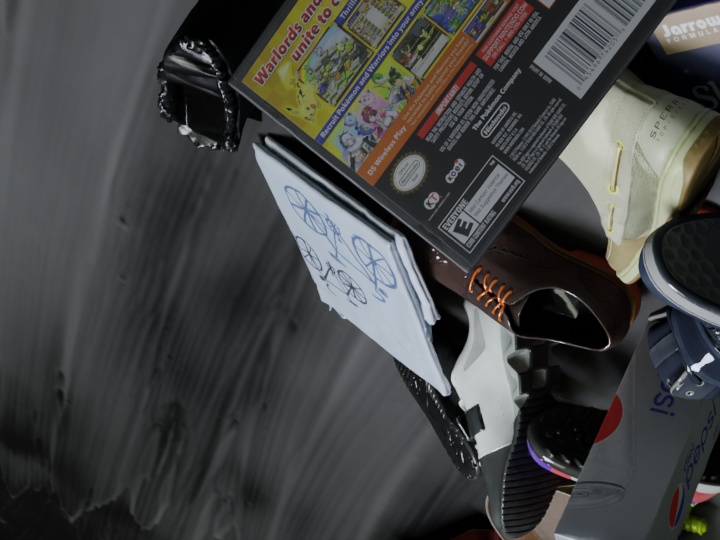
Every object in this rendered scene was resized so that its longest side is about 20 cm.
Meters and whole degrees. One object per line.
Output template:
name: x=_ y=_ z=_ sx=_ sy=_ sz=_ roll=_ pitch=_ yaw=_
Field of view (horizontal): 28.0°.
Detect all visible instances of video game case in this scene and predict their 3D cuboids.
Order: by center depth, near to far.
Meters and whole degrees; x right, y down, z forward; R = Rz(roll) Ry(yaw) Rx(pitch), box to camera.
video game case: x=0.052 y=-0.133 z=0.828 sx=0.180 sy=0.201 sz=0.026 roll=38 pitch=-171 yaw=2

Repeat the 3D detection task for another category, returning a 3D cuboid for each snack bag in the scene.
snack bag: x=0.000 y=0.000 z=1.166 sx=0.188 sy=0.021 sz=0.201 roll=36 pitch=158 yaw=42

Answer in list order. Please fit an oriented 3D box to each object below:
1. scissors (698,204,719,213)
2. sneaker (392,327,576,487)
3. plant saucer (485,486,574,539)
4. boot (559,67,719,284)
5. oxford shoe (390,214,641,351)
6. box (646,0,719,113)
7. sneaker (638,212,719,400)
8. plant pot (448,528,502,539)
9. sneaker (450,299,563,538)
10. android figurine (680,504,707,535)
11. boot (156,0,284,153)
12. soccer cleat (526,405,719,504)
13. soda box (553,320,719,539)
scissors: x=0.291 y=0.016 z=1.008 sx=0.199 sy=0.014 sz=0.073 roll=32 pitch=147 yaw=-3
sneaker: x=0.108 y=0.105 z=1.233 sx=0.201 sy=0.103 sz=0.060 roll=61 pitch=157 yaw=25
plant saucer: x=0.208 y=0.245 z=1.312 sx=0.199 sy=0.032 sz=0.201 roll=25 pitch=150 yaw=15
boot: x=0.148 y=-0.080 z=0.925 sx=0.154 sy=0.072 sz=0.200 roll=37 pitch=163 yaw=14
oxford shoe: x=0.107 y=0.003 z=1.069 sx=0.198 sy=0.073 sz=0.072 roll=19 pitch=121 yaw=16
box: x=0.243 y=-0.115 z=0.841 sx=0.120 sy=0.033 sz=0.200 roll=-6 pitch=132 yaw=46
sneaker: x=0.219 y=0.030 z=0.931 sx=0.201 sy=0.078 sz=0.146 roll=9 pitch=151 yaw=-36
plant pot: x=0.100 y=0.376 z=1.533 sx=0.200 sy=0.202 sz=0.195 roll=35 pitch=141 yaw=-7
sneaker: x=0.114 y=0.111 z=1.164 sx=0.074 sy=0.203 sz=0.088 roll=2 pitch=180 yaw=-43
android figurine: x=0.215 y=0.192 z=1.300 sx=0.198 sy=0.041 sz=0.183 roll=13 pitch=145 yaw=31
boot: x=-0.068 y=-0.181 z=0.887 sx=0.073 sy=0.163 sz=0.199 roll=24 pitch=148 yaw=11
soccer cleat: x=0.209 y=0.158 z=1.156 sx=0.198 sy=0.069 sz=0.073 roll=10 pitch=141 yaw=-27
soda box: x=0.213 y=0.136 z=1.061 sx=0.068 sy=0.201 sz=0.064 roll=12 pitch=145 yaw=30
